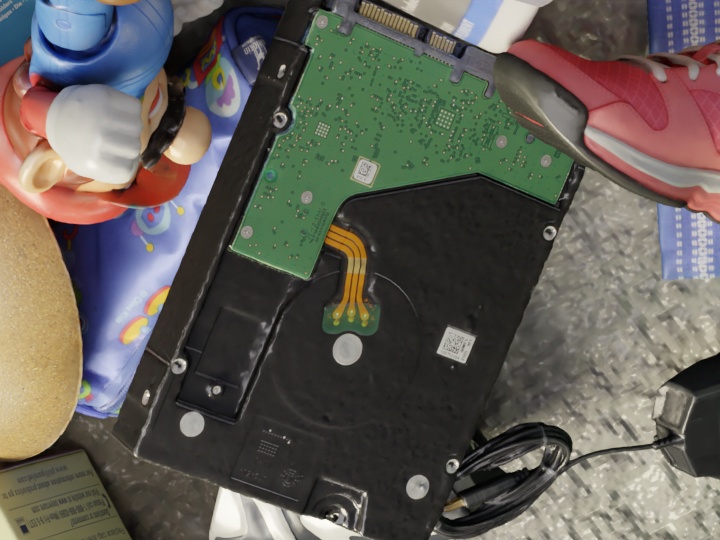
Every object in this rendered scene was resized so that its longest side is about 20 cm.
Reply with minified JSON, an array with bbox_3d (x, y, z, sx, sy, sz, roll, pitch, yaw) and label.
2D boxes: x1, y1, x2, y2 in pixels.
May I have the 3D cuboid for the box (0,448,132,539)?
[{"bbox_3d":[-0.166,0.212,1.197,0.176,0.097,0.200,-33,81,21],"label":"box"}]

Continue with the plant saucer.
[{"bbox_3d":[-0.201,0.000,1.124,0.200,0.035,0.200,25,131,32],"label":"plant saucer"}]

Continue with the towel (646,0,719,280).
[{"bbox_3d":[0.219,-0.063,1.088,0.200,0.024,0.145,-1,113,10],"label":"towel"}]

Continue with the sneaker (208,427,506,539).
[{"bbox_3d":[0.018,0.054,1.145,0.129,0.080,0.199,16,114,-1],"label":"sneaker"}]

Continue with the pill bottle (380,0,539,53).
[{"bbox_3d":[-0.008,-0.175,1.026,0.200,0.114,0.114,25,115,-2],"label":"pill bottle"}]

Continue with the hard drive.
[{"bbox_3d":[0.000,0.000,1.060,0.140,0.038,0.200,21,94,-26],"label":"hard drive"}]

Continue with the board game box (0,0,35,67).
[{"bbox_3d":[-0.172,-0.157,1.098,0.151,0.047,0.200,-34,104,21],"label":"board game box"}]

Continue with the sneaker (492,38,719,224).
[{"bbox_3d":[0.142,-0.065,1.042,0.200,0.074,0.087,20,98,-26],"label":"sneaker"}]

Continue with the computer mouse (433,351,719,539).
[{"bbox_3d":[0.117,0.069,1.126,0.200,0.034,0.059,-14,126,-11],"label":"computer mouse"}]

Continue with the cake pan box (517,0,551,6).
[{"bbox_3d":[0.094,-0.217,0.903,0.200,0.052,0.184,-30,68,36],"label":"cake pan box"}]

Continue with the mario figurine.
[{"bbox_3d":[-0.081,-0.082,0.997,0.106,0.123,0.200,50,155,18],"label":"mario figurine"}]

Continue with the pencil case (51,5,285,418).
[{"bbox_3d":[-0.077,-0.022,1.122,0.078,0.087,0.200,20,122,-38],"label":"pencil case"}]
